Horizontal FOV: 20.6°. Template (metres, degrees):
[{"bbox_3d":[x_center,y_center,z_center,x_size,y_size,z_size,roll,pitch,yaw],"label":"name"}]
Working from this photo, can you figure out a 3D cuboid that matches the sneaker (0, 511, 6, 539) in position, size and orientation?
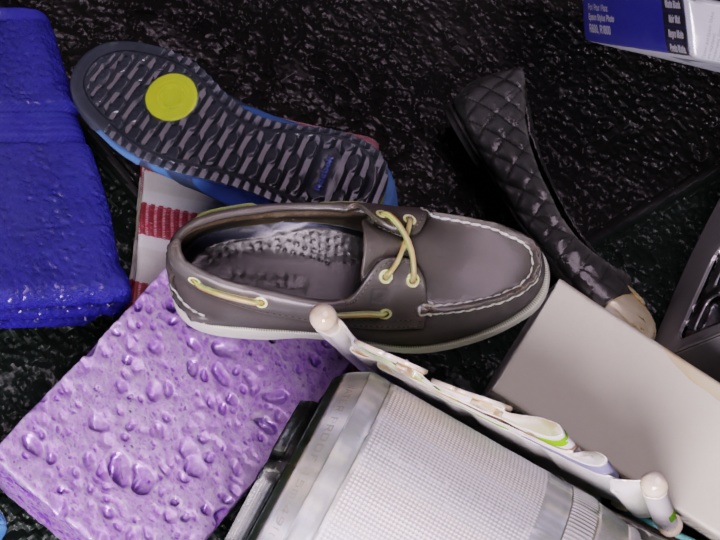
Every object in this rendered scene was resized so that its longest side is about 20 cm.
[{"bbox_3d":[-0.233,0.101,0.977,0.104,0.076,0.202,12,54,-34],"label":"sneaker"}]

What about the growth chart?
[{"bbox_3d":[0.069,0.077,0.979,0.199,0.145,0.018,26,80,13],"label":"growth chart"}]

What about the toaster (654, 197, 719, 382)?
[{"bbox_3d":[0.276,0.002,1.124,0.118,0.200,0.182,37,63,-12],"label":"toaster"}]

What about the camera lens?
[{"bbox_3d":[0.033,0.156,0.965,0.199,0.160,0.161,29,55,1],"label":"camera lens"}]

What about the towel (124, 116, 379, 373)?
[{"bbox_3d":[-0.059,-0.001,1.118,0.143,0.023,0.202,11,58,-15],"label":"towel"}]

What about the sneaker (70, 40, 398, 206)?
[{"bbox_3d":[-0.072,-0.061,1.105,0.198,0.079,0.066,24,72,12],"label":"sneaker"}]

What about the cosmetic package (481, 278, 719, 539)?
[{"bbox_3d":[0.168,0.091,1.076,0.199,0.104,0.073,34,86,2],"label":"cosmetic package"}]

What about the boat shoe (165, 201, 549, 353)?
[{"bbox_3d":[0.000,0.000,1.019,0.199,0.061,0.072,-2,67,0],"label":"boat shoe"}]

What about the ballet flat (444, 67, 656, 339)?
[{"bbox_3d":[0.117,-0.038,1.167,0.057,0.066,0.201,-34,67,5],"label":"ballet flat"}]

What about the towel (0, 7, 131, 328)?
[{"bbox_3d":[-0.215,-0.054,1.074,0.146,0.050,0.201,-4,58,-30],"label":"towel"}]

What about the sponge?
[{"bbox_3d":[-0.091,0.068,1.035,0.111,0.030,0.200,38,56,3],"label":"sponge"}]

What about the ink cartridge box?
[{"bbox_3d":[0.210,-0.144,1.205,0.198,0.200,0.041,11,96,-12],"label":"ink cartridge box"}]

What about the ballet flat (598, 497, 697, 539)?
[{"bbox_3d":[0.124,0.148,1.070,0.199,0.067,0.064,31,80,3],"label":"ballet flat"}]
